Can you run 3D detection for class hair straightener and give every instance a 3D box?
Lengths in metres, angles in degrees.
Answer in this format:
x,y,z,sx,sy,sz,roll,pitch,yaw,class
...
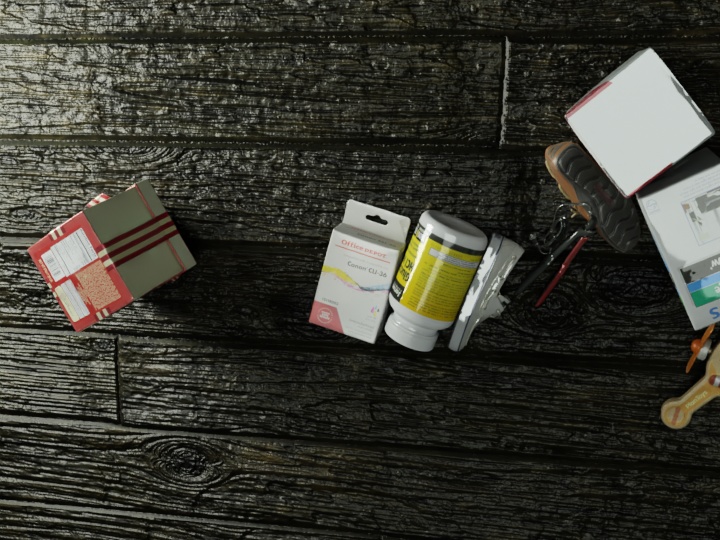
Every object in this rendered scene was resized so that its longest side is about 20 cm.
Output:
x,y,z,sx,sy,sz,roll,pitch,yaw,class
0.289,-0.032,1.467,0.077,0.041,0.201,34,134,4,hair straightener

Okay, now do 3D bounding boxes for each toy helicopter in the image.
x,y,z,sx,sy,sz,roll,pitch,yaw,class
0.533,0.164,1.479,0.132,0.079,0.200,45,111,0,toy helicopter

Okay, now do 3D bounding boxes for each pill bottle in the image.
x,y,z,sx,sy,sz,roll,pitch,yaw,class
0.112,0.018,1.514,0.111,0.112,0.202,23,106,6,pill bottle

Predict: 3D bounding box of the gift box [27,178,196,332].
x,y,z,sx,sy,sz,roll,pitch,yaw,class
-0.407,-0.029,1.580,0.199,0.187,0.186,-20,100,35,gift box

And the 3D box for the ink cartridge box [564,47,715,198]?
x,y,z,sx,sy,sz,roll,pitch,yaw,class
0.384,-0.210,1.361,0.145,0.200,0.145,-39,90,16,ink cartridge box

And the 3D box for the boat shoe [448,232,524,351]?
x,y,z,sx,sy,sz,roll,pitch,yaw,class
0.200,0.044,1.527,0.069,0.071,0.202,23,102,3,boat shoe

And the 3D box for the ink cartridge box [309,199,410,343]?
x,y,z,sx,sy,sz,roll,pitch,yaw,class
0.000,0.000,1.556,0.115,0.068,0.202,17,106,8,ink cartridge box

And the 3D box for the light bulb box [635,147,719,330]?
x,y,z,sx,sy,sz,roll,pitch,yaw,class
0.485,-0.050,1.376,0.124,0.198,0.202,-24,96,18,light bulb box

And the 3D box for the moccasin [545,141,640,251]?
x,y,z,sx,sy,sz,roll,pitch,yaw,class
0.347,-0.109,1.458,0.201,0.078,0.074,41,91,-15,moccasin
